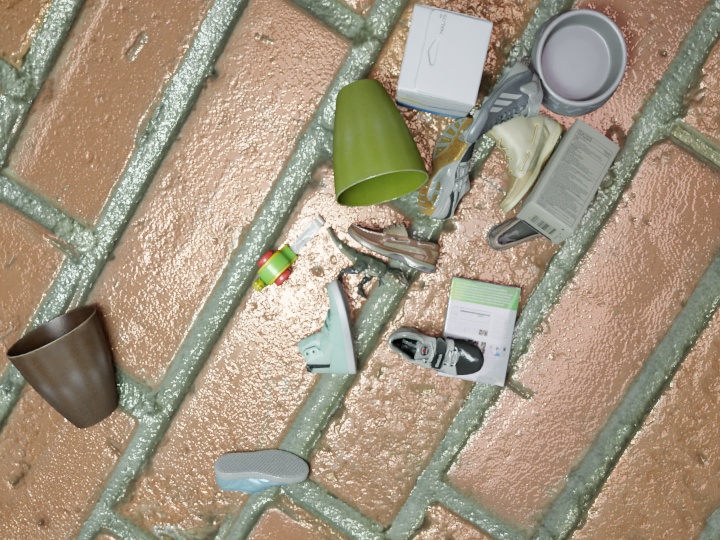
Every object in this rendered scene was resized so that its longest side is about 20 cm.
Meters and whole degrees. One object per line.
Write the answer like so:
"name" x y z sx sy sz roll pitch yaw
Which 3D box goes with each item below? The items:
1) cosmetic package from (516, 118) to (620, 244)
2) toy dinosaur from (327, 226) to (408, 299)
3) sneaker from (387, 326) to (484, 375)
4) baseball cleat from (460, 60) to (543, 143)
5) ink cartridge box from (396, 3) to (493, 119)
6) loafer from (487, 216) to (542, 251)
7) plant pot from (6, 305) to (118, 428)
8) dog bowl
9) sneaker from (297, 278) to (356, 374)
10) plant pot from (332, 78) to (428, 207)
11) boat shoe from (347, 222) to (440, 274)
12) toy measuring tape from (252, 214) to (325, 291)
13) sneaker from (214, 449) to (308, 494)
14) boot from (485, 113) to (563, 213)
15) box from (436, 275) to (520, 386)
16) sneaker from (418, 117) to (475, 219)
"cosmetic package" 0.392 -0.167 1.311 0.102 0.087 0.202 34 76 2
"toy dinosaur" 0.000 0.000 1.405 0.197 0.047 0.090 31 93 4
"sneaker" 0.143 0.165 1.362 0.195 0.088 0.076 11 95 19
"baseball cleat" 0.273 -0.299 1.281 0.105 0.070 0.202 35 76 3
"ink cartridge box" 0.148 -0.377 1.280 0.142 0.200 0.151 13 97 1
"loafer" 0.346 -0.093 1.366 0.196 0.063 0.073 -28 94 5
"plant pot" -0.575 0.207 1.399 0.183 0.188 0.204 -21 109 5
"dog bowl" 0.419 -0.405 1.335 0.194 0.059 0.206 0 96 2
"sneaker" -0.075 0.121 1.390 0.115 0.074 0.206 -6 109 4
"plant pot" 0.020 -0.250 1.325 0.182 0.187 0.205 -14 80 4
"boat shoe" 0.069 -0.058 1.383 0.196 0.076 0.073 22 93 -9
"toy measuring tape" -0.147 -0.032 1.394 0.074 0.074 0.200 44 96 -2
"sneaker" -0.206 0.429 1.452 0.194 0.075 0.084 5 126 -2
"boot" 0.283 -0.232 1.351 0.153 0.073 0.203 30 95 -1
"box" 0.239 0.123 1.407 0.140 0.036 0.206 10 97 2
"sneaker" 0.184 -0.198 1.361 0.086 0.075 0.204 17 103 -41
